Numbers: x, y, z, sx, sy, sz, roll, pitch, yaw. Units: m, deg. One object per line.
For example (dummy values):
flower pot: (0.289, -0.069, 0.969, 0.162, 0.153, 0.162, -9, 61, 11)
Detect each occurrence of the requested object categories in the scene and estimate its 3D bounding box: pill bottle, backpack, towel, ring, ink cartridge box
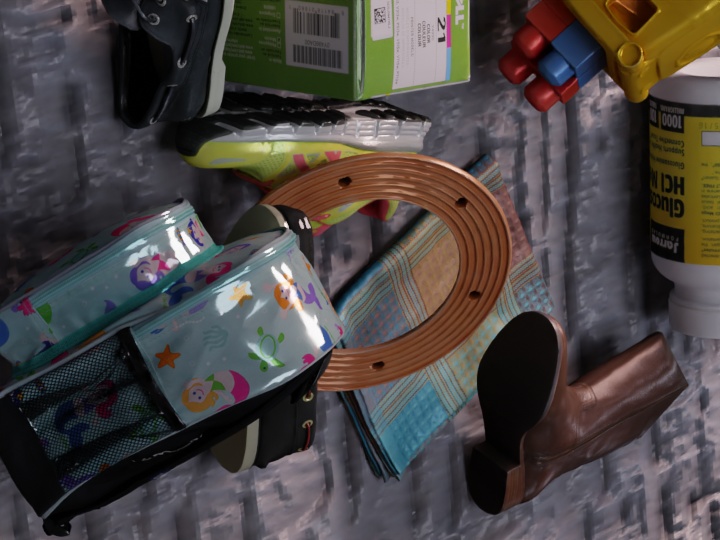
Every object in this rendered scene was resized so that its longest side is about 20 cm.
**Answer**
pill bottle: (0.275, -0.055, 1.893, 0.112, 0.112, 0.200, -15, 109, -42)
backpack: (-0.114, 0.043, 1.450, 0.200, 0.178, 0.151, -23, 94, 6)
towel: (0.055, 0.033, 1.760, 0.200, 0.022, 0.147, -45, 127, -29)
ring: (0.000, 0.000, 1.623, 0.200, 0.019, 0.201, -8, 132, -9)
ink cartridge box: (0.019, -0.163, 1.591, 0.200, 0.148, 0.076, -12, 108, -43)

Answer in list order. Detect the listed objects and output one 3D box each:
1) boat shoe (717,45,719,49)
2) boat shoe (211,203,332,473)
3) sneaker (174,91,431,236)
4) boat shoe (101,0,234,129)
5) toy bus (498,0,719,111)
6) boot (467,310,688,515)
boat shoe: (0.255, -0.219, 1.827, 0.075, 0.200, 0.062, -51, 174, 19)
boat shoe: (-0.054, 0.039, 1.584, 0.063, 0.074, 0.201, -14, 131, -27)
sneaker: (-0.036, -0.064, 1.612, 0.200, 0.078, 0.090, 0, 108, -41)
boat shoe: (-0.121, -0.157, 1.478, 0.066, 0.075, 0.199, -25, 152, -22)
toy bus: (0.162, -0.211, 1.731, 0.192, 0.200, 0.136, -39, 167, 2)
boot: (0.173, 0.075, 1.831, 0.200, 0.064, 0.186, -22, 142, -37)
